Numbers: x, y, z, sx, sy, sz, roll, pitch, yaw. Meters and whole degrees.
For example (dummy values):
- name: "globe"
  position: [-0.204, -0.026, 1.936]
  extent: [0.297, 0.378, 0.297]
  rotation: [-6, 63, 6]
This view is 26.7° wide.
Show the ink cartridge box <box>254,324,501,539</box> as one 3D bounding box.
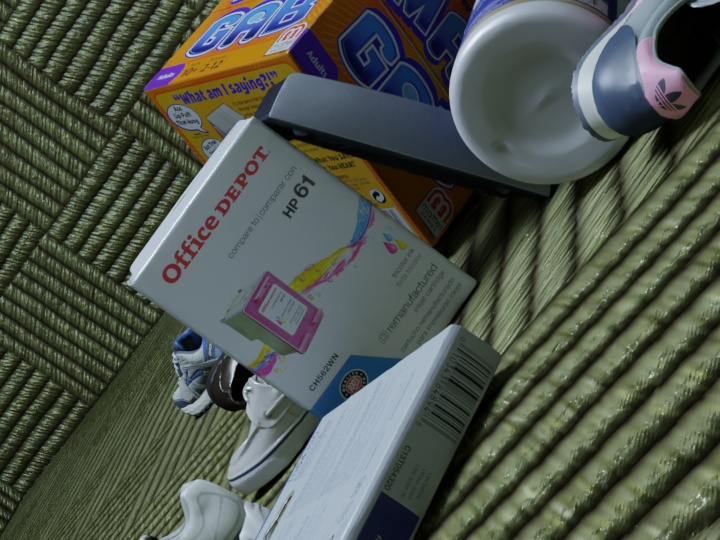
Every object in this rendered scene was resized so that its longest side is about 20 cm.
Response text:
- name: "ink cartridge box"
  position: [-0.011, 0.146, 0.894]
  extent: [0.197, 0.043, 0.200]
  rotation: [-61, 9, -30]

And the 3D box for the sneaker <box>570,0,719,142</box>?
- name: "sneaker"
  position: [0.201, -0.158, 0.890]
  extent: [0.082, 0.070, 0.200]
  rotation: [-8, 46, 54]

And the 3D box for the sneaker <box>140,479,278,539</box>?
- name: "sneaker"
  position: [-0.145, 0.243, 1.106]
  extent: [0.200, 0.081, 0.075]
  rotation: [-56, 11, -4]

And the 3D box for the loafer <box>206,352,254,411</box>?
- name: "loafer"
  position: [-0.077, 0.060, 1.511]
  extent: [0.200, 0.073, 0.071]
  rotation: [-60, 19, -1]

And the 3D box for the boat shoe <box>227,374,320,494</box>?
- name: "boat shoe"
  position: [-0.059, 0.098, 1.230]
  extent: [0.200, 0.070, 0.071]
  rotation: [-50, 10, 26]

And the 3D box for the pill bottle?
- name: "pill bottle"
  position: [0.129, -0.150, 1.014]
  extent: [0.120, 0.120, 0.200]
  rotation: [-50, 9, 28]

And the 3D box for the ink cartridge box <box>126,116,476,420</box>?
- name: "ink cartridge box"
  position: [-0.044, 0.006, 1.068]
  extent: [0.145, 0.200, 0.085]
  rotation: [-55, 8, -3]

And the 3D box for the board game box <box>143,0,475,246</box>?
- name: "board game box"
  position: [-0.010, -0.152, 1.258]
  extent: [0.200, 0.200, 0.200]
  rotation: [-4, 42, 50]

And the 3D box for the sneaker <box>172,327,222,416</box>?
- name: "sneaker"
  position: [-0.193, 0.106, 1.853]
  extent: [0.200, 0.085, 0.077]
  rotation: [-45, 12, 49]

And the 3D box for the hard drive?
- name: "hard drive"
  position: [0.028, -0.093, 1.067]
  extent: [0.135, 0.200, 0.042]
  rotation: [-167, 92, -80]
